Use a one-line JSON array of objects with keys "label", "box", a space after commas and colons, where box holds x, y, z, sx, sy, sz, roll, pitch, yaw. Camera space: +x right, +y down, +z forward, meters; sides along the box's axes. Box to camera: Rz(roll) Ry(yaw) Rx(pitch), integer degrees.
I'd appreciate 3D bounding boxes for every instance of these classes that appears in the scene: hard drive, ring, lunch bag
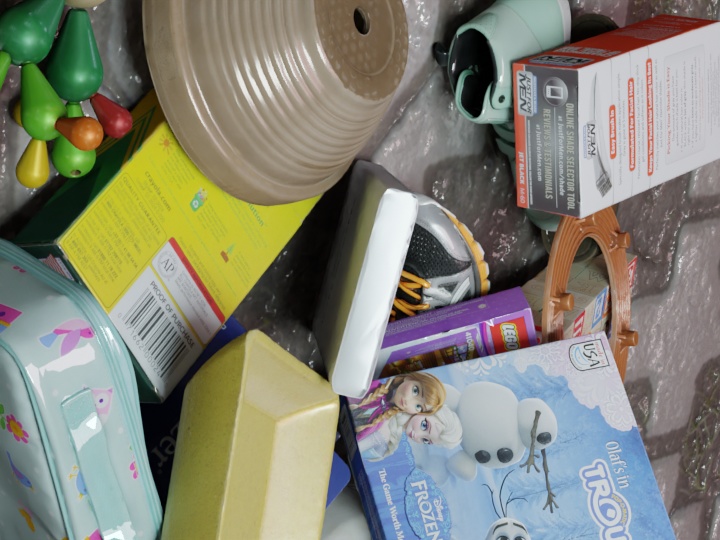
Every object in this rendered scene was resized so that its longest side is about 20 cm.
[{"label": "hard drive", "box": [0.000, 0.000, 1.212, 0.026, 0.200, 0.133, 14, 97, -7]}, {"label": "ring", "box": [0.181, 0.039, 1.387, 0.200, 0.019, 0.202, -1, 91, -64]}, {"label": "lunch bag", "box": [-0.183, 0.090, 1.037, 0.077, 0.160, 0.201, -33, 128, -32]}]

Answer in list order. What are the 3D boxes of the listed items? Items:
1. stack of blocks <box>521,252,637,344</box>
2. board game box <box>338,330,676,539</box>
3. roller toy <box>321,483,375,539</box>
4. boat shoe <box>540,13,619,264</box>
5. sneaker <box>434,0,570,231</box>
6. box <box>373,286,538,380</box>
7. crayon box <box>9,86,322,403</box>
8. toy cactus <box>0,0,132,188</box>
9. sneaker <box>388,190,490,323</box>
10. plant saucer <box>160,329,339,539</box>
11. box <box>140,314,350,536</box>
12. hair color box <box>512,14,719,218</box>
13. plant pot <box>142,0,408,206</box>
[{"label": "stack of blocks", "box": [0.161, 0.063, 1.463, 0.200, 0.058, 0.116, -36, 137, -58]}, {"label": "board game box", "box": [0.104, 0.157, 1.232, 0.197, 0.201, 0.043, -11, 157, -15]}, {"label": "roller toy", "box": [-0.032, 0.238, 1.294, 0.182, 0.139, 0.201, -37, 131, -34]}, {"label": "boat shoe", "box": [0.181, -0.109, 1.462, 0.068, 0.071, 0.202, -22, 122, -63]}, {"label": "sneaker", "box": [0.111, -0.109, 1.366, 0.118, 0.073, 0.202, -31, 121, -42]}, {"label": "box", "box": [0.076, 0.122, 1.344, 0.136, 0.039, 0.201, -15, 117, -2]}, {"label": "crayon box", "box": [-0.113, -0.032, 1.117, 0.200, 0.051, 0.127, -52, 125, -36]}, {"label": "toy cactus", "box": [-0.173, -0.150, 1.015, 0.165, 0.102, 0.201, -56, 131, -31]}, {"label": "sneaker", "box": [0.047, 0.035, 1.353, 0.077, 0.078, 0.201, -30, 128, -32]}, {"label": "plant saucer", "box": [-0.071, 0.150, 1.083, 0.200, 0.048, 0.202, 46, 51, -70]}, {"label": "box", "box": [-0.096, 0.103, 1.172, 0.200, 0.032, 0.121, 49, 64, -15]}, {"label": "hair color box", "box": [0.198, -0.120, 1.359, 0.199, 0.064, 0.112, -22, 116, -46]}, {"label": "plant pot", "box": [-0.035, -0.146, 1.113, 0.200, 0.092, 0.203, 16, 69, -51]}]
